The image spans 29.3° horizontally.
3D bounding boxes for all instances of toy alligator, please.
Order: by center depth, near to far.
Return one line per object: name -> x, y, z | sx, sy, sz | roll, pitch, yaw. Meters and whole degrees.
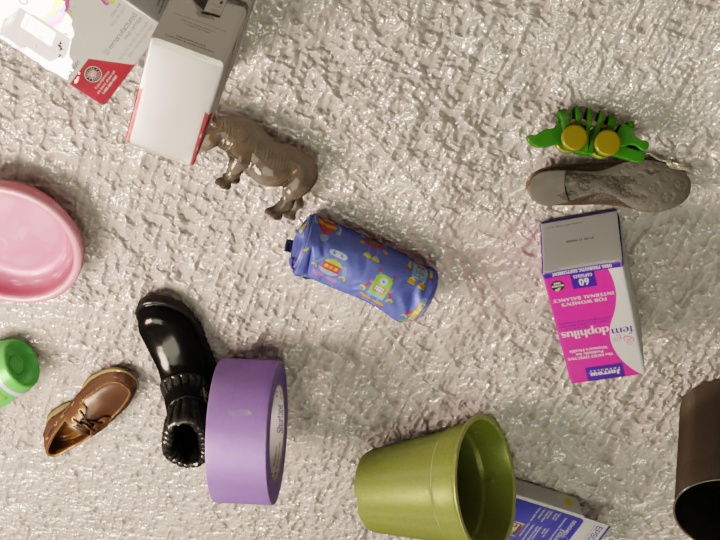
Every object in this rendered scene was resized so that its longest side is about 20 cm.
toy alligator -> 0.296, -0.159, 1.619 | 0.199, 0.059, 0.055 | 9, 91, 0

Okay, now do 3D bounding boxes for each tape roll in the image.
tape roll -> -0.155, 0.223, 1.906 | 0.084, 0.201, 0.201 | 2, 131, 4

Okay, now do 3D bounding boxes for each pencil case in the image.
pencil case -> 0.000, 0.000, 1.772 | 0.199, 0.078, 0.087 | 24, 100, -13

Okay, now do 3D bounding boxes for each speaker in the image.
speaker -> -0.560, 0.167, 1.986 | 0.199, 0.089, 0.089 | -24, 124, 25

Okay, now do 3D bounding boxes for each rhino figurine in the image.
rhino figurine -> -0.141, -0.140, 1.681 | 0.199, 0.060, 0.088 | 31, 108, -18

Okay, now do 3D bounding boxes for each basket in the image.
basket -> 0.494, 0.256, 1.853 | 0.180, 0.201, 0.136 | 29, 128, -18

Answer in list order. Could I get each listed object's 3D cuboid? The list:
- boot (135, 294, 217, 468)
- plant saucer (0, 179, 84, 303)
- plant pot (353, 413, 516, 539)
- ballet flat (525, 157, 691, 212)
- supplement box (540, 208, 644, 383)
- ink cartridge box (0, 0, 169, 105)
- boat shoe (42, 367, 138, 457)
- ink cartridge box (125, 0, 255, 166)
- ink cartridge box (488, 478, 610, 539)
boot -> -0.253, 0.152, 1.884 | 0.079, 0.158, 0.212 | -14, 128, 19
plant saucer -> -0.460, -0.045, 1.811 | 0.199, 0.051, 0.201 | 4, 132, 4
plant pot -> 0.099, 0.313, 1.982 | 0.189, 0.201, 0.201 | -8, 131, 31
ballet flat -> 0.300, -0.104, 1.674 | 0.198, 0.046, 0.068 | -2, 100, 2
supplement box -> 0.297, 0.036, 1.753 | 0.101, 0.104, 0.201 | -10, 131, 14
ink cartridge box -> -0.332, -0.304, 1.548 | 0.199, 0.083, 0.146 | 32, 128, -20
boat shoe -> -0.396, 0.212, 2.015 | 0.072, 0.068, 0.200 | 38, 125, -24
ink cartridge box -> -0.182, -0.237, 1.511 | 0.082, 0.201, 0.147 | 19, 130, -5
ink cartridge box -> 0.252, 0.408, 2.122 | 0.199, 0.047, 0.198 | 18, 129, -11
